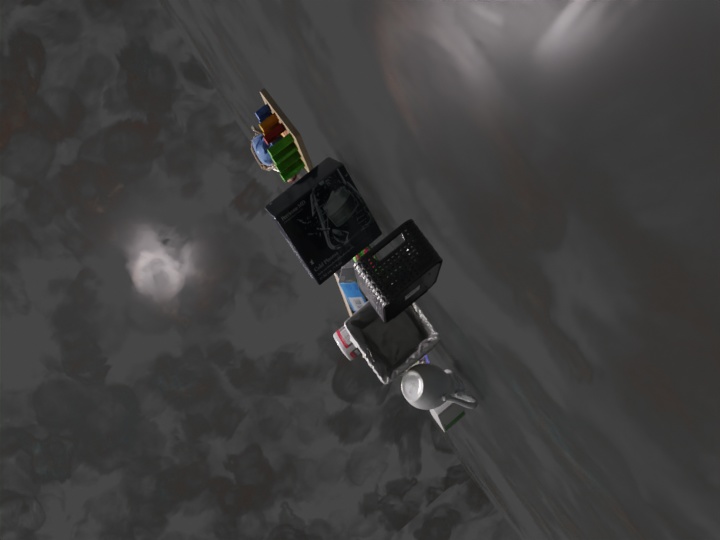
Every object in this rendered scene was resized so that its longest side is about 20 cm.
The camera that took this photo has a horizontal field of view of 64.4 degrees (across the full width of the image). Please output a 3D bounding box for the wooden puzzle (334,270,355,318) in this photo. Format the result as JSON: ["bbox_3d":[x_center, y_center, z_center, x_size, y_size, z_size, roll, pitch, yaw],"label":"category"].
[{"bbox_3d":[-0.013,0.042,1.864,0.201,0.045,0.191,-58,-47,-58],"label":"wooden puzzle"}]

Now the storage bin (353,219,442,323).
[{"bbox_3d":[0.070,0.008,1.058,0.095,0.134,0.200,52,174,13],"label":"storage bin"}]

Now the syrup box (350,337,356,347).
[{"bbox_3d":[0.069,0.208,1.880,0.079,0.192,0.085,-150,68,-72],"label":"syrup box"}]

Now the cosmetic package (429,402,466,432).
[{"bbox_3d":[0.286,0.454,1.925,0.085,0.106,0.201,49,174,32],"label":"cosmetic package"}]

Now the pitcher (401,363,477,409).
[{"bbox_3d":[0.221,0.333,1.585,0.196,0.126,0.169,14,-173,-44],"label":"pitcher"}]

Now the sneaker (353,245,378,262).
[{"bbox_3d":[0.027,-0.022,1.659,0.085,0.074,0.203,-107,-5,-45],"label":"sneaker"}]

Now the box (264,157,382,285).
[{"bbox_3d":[-0.086,-0.117,1.339,0.199,0.198,0.124,56,172,-25],"label":"box"}]

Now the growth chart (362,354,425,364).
[{"bbox_3d":[0.112,0.270,1.765,0.199,0.141,0.018,38,-142,-51],"label":"growth chart"}]

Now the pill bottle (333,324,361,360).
[{"bbox_3d":[0.011,0.205,1.967,0.112,0.198,0.111,52,180,0],"label":"pill bottle"}]

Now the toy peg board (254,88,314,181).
[{"bbox_3d":[-0.241,-0.379,1.670,0.201,0.097,0.201,53,173,22],"label":"toy peg board"}]

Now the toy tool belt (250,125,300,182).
[{"bbox_3d":[-0.297,-0.395,1.928,0.202,0.124,0.123,52,-178,20],"label":"toy tool belt"}]

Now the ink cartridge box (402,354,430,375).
[{"bbox_3d":[0.157,0.318,2.006,0.196,0.037,0.098,-11,105,45],"label":"ink cartridge box"}]

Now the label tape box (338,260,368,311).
[{"bbox_3d":[0.000,0.000,1.776,0.145,0.064,0.205,62,-146,-46],"label":"label tape box"}]

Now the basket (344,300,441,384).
[{"bbox_3d":[0.088,0.172,1.538,0.200,0.198,0.161,52,176,16],"label":"basket"}]
